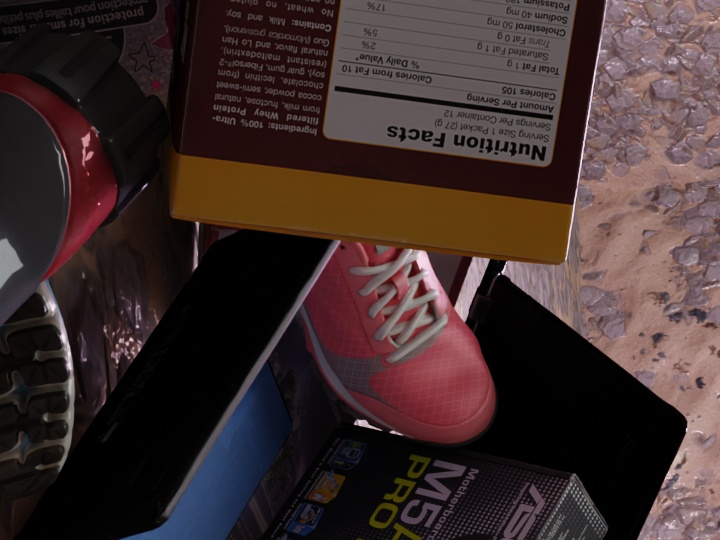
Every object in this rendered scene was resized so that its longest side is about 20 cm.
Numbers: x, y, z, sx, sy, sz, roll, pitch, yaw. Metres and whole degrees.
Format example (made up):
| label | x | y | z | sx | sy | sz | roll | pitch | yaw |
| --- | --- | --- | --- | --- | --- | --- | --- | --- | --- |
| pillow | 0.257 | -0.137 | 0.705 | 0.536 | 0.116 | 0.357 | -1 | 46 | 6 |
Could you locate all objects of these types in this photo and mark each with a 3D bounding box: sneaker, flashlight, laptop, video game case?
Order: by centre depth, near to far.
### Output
| label | x | y | z | sx | sy | sz | roll | pitch | yaw |
| --- | --- | --- | --- | --- | --- | --- | --- | --- | --- |
| flashlight | -0.139 | 0.003 | 0.601 | 0.200 | 0.067 | 0.068 | -49 | 172 | -38 |
| sneaker | -0.143 | -0.013 | 0.722 | 0.090 | 0.078 | 0.202 | -66 | 148 | -74 |
| laptop | -0.055 | 0.084 | 0.851 | 0.116 | 0.199 | 0.188 | 44 | 55 | -18 |
| sneaker | 0.000 | 0.000 | 0.927 | 0.201 | 0.074 | 0.087 | 53 | -22 | -1 |
| video game case | -0.064 | 0.100 | 0.978 | 0.201 | 0.019 | 0.144 | -59 | 148 | -31 |
| laptop | 0.092 | 0.091 | 1.031 | 0.200 | 0.115 | 0.189 | -61 | 172 | -64 |

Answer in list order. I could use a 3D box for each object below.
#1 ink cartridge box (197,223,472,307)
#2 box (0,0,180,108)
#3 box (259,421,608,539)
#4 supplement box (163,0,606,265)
| label | x | y | z | sx | sy | sz | roll | pitch | yaw |
| --- | --- | --- | --- | --- | --- | --- | --- | --- | --- |
| ink cartridge box | -0.018 | -0.071 | 1.098 | 0.146 | 0.143 | 0.202 | 104 | -14 | -61 |
| box | -0.059 | -0.134 | 0.886 | 0.132 | 0.198 | 0.116 | -70 | 150 | -65 |
| box | 0.002 | 0.172 | 0.921 | 0.201 | 0.159 | 0.044 | -54 | 129 | -25 |
| supplement box | 0.006 | -0.124 | 0.698 | 0.197 | 0.131 | 0.202 | -120 | -143 | -77 |
